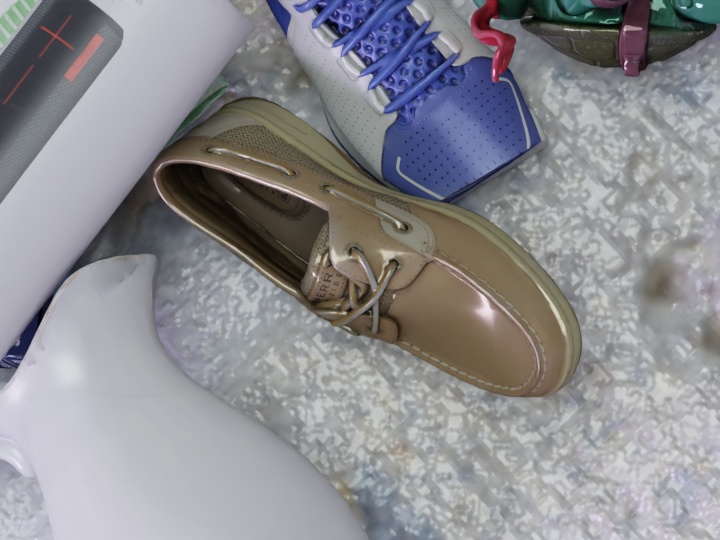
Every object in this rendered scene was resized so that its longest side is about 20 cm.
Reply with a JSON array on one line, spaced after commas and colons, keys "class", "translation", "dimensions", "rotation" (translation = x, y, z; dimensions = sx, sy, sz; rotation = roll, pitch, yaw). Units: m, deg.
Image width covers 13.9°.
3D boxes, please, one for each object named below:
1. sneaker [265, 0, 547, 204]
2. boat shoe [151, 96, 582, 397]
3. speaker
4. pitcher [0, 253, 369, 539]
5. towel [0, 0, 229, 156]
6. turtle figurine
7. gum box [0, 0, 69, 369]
[{"class": "sneaker", "translation": [-0.009, -0.119, 1.258], "dimensions": [0.080, 0.115, 0.200], "rotation": [-35, 77, 5]}, {"class": "boat shoe", "translation": [0.000, 0.000, 1.251], "dimensions": [0.200, 0.064, 0.071], "rotation": [31, 126, 20]}, {"class": "speaker", "translation": [-0.133, -0.048, 1.226], "dimensions": [0.081, 0.081, 0.200], "rotation": [37, 87, 14]}, {"class": "pitcher", "translation": [-0.092, 0.120, 1.242], "dimensions": [0.172, 0.121, 0.200], "rotation": [-44, 73, 24]}, {"class": "towel", "translation": [-0.178, -0.099, 1.291], "dimensions": [0.153, 0.023, 0.200], "rotation": [-43, 77, 0]}, {"class": "turtle figurine", "translation": [0.119, -0.133, 1.242], "dimensions": [0.199, 0.150, 0.101], "rotation": [6, 117, 8]}, {"class": "gum box", "translation": [-0.227, -0.045, 1.325], "dimensions": [0.199, 0.045, 0.170], "rotation": [2, 80, 12]}]
